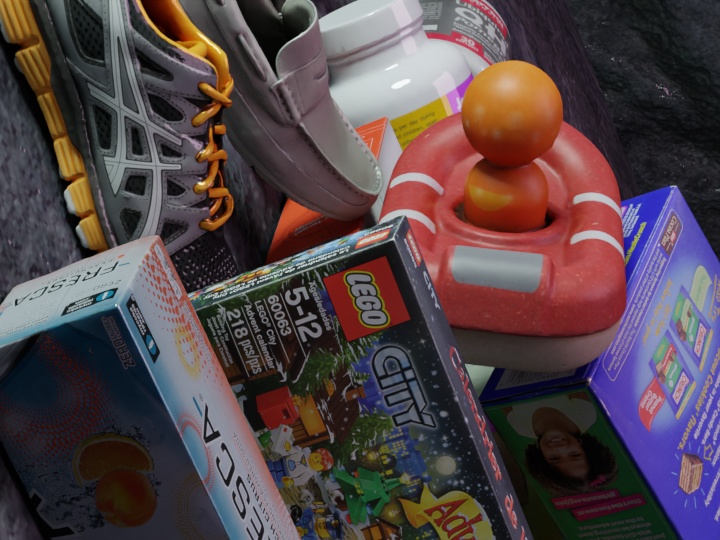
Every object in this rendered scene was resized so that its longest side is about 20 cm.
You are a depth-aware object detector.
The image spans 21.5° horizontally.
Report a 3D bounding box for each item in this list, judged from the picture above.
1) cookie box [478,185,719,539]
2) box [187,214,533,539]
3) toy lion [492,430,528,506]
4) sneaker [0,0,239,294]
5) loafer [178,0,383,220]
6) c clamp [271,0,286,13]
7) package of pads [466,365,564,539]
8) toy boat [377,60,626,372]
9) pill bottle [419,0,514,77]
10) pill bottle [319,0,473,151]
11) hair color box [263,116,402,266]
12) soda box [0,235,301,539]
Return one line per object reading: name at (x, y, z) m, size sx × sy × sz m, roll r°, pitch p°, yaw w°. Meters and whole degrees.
cookie box at (0.167, 0.087, 1.061) m, size 0.201 × 0.075 × 0.172 m, roll 57°, pitch 42°, yaw -23°
box at (-0.010, 0.095, 0.745) m, size 0.038 × 0.135 × 0.202 m, roll -61°, pitch 130°, yaw -71°
toy lion at (0.074, 0.163, 1.044) m, size 0.192 × 0.068 × 0.202 m, roll 74°, pitch 0°, yaw -83°
sneaker at (-0.085, -0.059, 0.786) m, size 0.078 × 0.077 × 0.201 m, roll -76°, pitch 146°, yaw -68°
loafer at (-0.045, -0.102, 0.937) m, size 0.200 × 0.069 × 0.070 m, roll 46°, pitch 26°, yaw -34°
c clamp at (-0.061, -0.141, 1.084) m, size 0.200 × 0.027 × 0.172 m, roll -55°, pitch 125°, yaw -73°
package of pads at (0.126, 0.129, 1.184) m, size 0.068 × 0.153 × 0.201 m, roll -62°, pitch 132°, yaw -65°
toy boat at (0.074, -0.043, 0.965) m, size 0.200 × 0.129 × 0.132 m, roll -76°, pitch 171°, yaw -66°
pill bottle at (0.055, -0.139, 1.357) m, size 0.200 × 0.110 × 0.111 m, roll -78°, pitch 147°, yaw -64°
pill bottle at (0.036, -0.075, 1.216) m, size 0.104 × 0.103 × 0.201 m, roll -69°, pitch 138°, yaw -69°
hair color box at (0.000, 0.000, 1.066) m, size 0.200 × 0.061 × 0.102 m, roll -77°, pitch 145°, yaw -66°
soda box at (-0.066, 0.095, 0.684) m, size 0.068 × 0.063 × 0.201 m, roll -72°, pitch 141°, yaw -67°
